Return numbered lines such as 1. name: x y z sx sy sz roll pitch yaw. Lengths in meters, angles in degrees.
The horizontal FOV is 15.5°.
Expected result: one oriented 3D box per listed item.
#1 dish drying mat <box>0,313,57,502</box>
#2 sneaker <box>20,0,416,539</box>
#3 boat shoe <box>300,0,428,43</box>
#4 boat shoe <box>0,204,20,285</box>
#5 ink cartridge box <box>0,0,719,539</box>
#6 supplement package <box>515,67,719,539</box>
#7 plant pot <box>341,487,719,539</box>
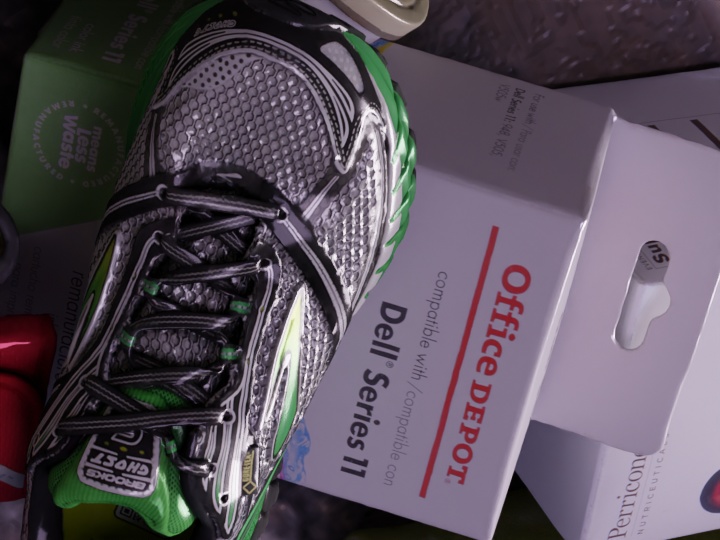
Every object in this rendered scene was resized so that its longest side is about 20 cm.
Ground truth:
1. dish drying mat: -0.180 0.048 0.688 0.199 0.018 0.077 -6 144 -18
2. sneaker: -0.040 0.022 0.684 0.078 0.085 0.200 18 118 4
3. boat shoe: -0.066 -0.119 0.695 0.068 0.075 0.200 -32 126 29
4. boat shoe: -0.179 -0.030 0.663 0.200 0.066 0.072 17 72 -26
5. ink cartridge box: 0.000 0.000 0.753 0.200 0.067 0.117 16 123 5
6. supplement package: 0.143 0.005 0.880 0.200 0.110 0.114 -9 128 -23
7. plant pot: 0.088 0.152 0.927 0.192 0.201 0.201 0 125 -15
